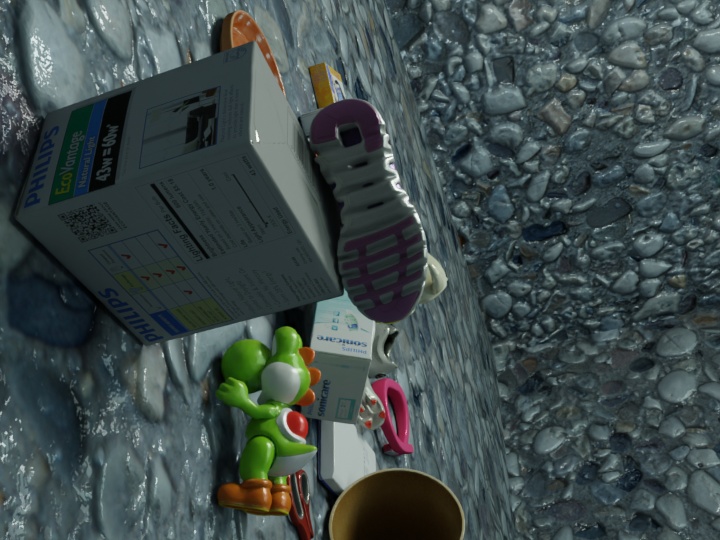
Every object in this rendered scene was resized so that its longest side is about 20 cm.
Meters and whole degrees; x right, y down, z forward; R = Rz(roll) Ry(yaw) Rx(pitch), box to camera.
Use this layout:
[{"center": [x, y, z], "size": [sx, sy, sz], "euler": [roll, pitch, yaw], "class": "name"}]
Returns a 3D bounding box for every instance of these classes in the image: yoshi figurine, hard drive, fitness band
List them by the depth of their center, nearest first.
[{"center": [-0.116, 0.159, 0.837], "size": [0.111, 0.112, 0.201], "euler": [19, 66, -26], "class": "yoshi figurine"}, {"center": [-0.017, 0.298, 1.176], "size": [0.200, 0.025, 0.133], "euler": [61, 20, -47], "class": "hard drive"}, {"center": [0.065, 0.286, 1.491], "size": [0.200, 0.037, 0.145], "euler": [44, 35, -67], "class": "fitness band"}]

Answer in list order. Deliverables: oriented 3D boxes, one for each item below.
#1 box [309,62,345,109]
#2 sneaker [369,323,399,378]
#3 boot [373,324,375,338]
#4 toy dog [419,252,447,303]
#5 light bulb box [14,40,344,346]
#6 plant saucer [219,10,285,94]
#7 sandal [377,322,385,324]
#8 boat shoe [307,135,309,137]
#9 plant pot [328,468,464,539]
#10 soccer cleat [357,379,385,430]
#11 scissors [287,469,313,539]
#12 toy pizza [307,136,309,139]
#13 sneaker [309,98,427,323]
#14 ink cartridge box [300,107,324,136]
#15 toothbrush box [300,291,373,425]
[{"center": [-0.051, -0.319, 1.590], "size": [0.119, 0.041, 0.201], "euler": [-10, 85, -76], "class": "box"}, {"center": [0.027, 0.100, 1.411], "size": [0.074, 0.088, 0.201], "euler": [39, 38, -66], "class": "sneaker"}, {"center": [-0.025, 0.057, 1.318], "size": [0.090, 0.073, 0.201], "euler": [14, 75, -34], "class": "boot"}, {"center": [0.057, -0.019, 1.417], "size": [0.200, 0.139, 0.194], "euler": [50, -9, -3], "class": "toy dog"}, {"center": [-0.140, -0.055, 0.656], "size": [0.199, 0.199, 0.125], "euler": [62, 19, -48], "class": "light bulb box"}, {"center": [-0.160, -0.283, 1.141], "size": [0.200, 0.032, 0.202], "euler": [-14, 90, -76], "class": "plant saucer"}, {"center": [0.000, 0.000, 1.208], "size": [0.200, 0.080, 0.087], "euler": [44, 43, 5], "class": "sandal"}, {"center": [-0.079, -0.179, 1.280], "size": [0.201, 0.068, 0.084], "euler": [-84, 158, -46], "class": "boat shoe"}, {"center": [0.057, 0.424, 1.094], "size": [0.187, 0.185, 0.201], "euler": [-82, 168, -56], "class": "plant pot"}, {"center": [-0.019, 0.166, 1.235], "size": [0.201, 0.069, 0.078], "euler": [67, -15, -9], "class": "soccer cleat"}, {"center": [-0.068, 0.348, 0.965], "size": [0.073, 0.014, 0.201], "euler": [18, 61, -77], "class": "scissors"}, {"center": [-0.046, -0.138, 1.227], "size": [0.200, 0.032, 0.201], "euler": [-35, 135, -45], "class": "toy pizza"}, {"center": [0.013, -0.052, 0.700], "size": [0.088, 0.080, 0.201], "euler": [37, 39, -82], "class": "sneaker"}, {"center": [-0.036, -0.203, 1.449], "size": [0.146, 0.084, 0.201], "euler": [-30, 104, -76], "class": "ink cartridge box"}, {"center": [-0.029, 0.091, 1.082], "size": [0.201, 0.085, 0.147], "euler": [-83, -177, -48], "class": "toothbrush box"}]
